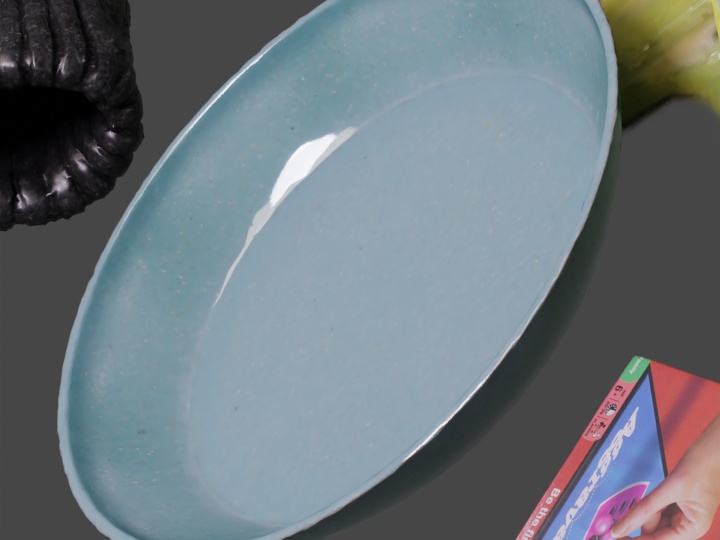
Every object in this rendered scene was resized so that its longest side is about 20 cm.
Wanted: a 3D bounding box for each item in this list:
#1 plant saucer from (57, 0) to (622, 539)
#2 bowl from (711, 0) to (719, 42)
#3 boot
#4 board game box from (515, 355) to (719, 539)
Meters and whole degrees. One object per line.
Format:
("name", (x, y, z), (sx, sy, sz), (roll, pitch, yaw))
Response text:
("plant saucer", (0.000, 0.000, 0.803), (0.200, 0.036, 0.200), (-30, 39, 27))
("bowl", (0.177, -0.076, 0.564), (0.200, 0.200, 0.108), (-23, 13, 35))
("boot", (-0.163, -0.061, 1.015), (0.211, 0.079, 0.158), (-31, 37, 25))
("board game box", (0.045, 0.116, 0.652), (0.103, 0.019, 0.200), (19, 73, 54))
